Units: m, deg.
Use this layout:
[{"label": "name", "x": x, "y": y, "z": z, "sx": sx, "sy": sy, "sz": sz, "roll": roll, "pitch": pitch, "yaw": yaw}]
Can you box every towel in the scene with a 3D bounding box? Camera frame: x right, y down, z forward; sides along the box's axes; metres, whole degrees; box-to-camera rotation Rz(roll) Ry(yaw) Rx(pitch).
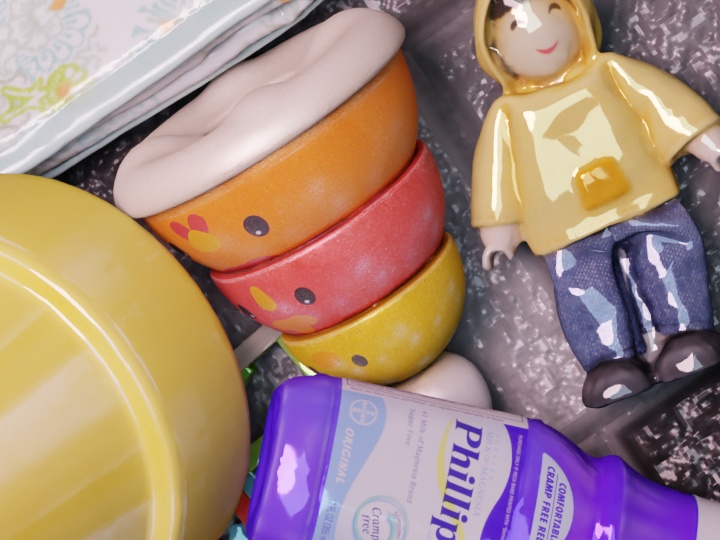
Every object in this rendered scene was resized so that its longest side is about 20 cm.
[{"label": "towel", "x": -0.132, "y": -0.143, "z": 1.195, "sx": 0.200, "sy": 0.048, "sz": 0.171, "roll": -31, "pitch": 73, "yaw": 6}]

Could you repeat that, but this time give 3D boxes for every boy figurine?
[{"label": "boy figurine", "x": 0.105, "y": -0.047, "z": 1.180, "sx": 0.124, "sy": 0.064, "sz": 0.201, "roll": -17, "pitch": 92, "yaw": 9}]

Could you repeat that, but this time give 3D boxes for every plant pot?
[{"label": "plant pot", "x": -0.176, "y": 0.086, "z": 1.115, "sx": 0.200, "sy": 0.189, "sz": 0.201, "roll": 14, "pitch": 120, "yaw": 26}]

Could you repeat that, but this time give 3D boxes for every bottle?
[{"label": "bottle", "x": 0.054, "y": 0.101, "z": 1.142, "sx": 0.199, "sy": 0.065, "sz": 0.084, "roll": 13, "pitch": 80, "yaw": -6}]

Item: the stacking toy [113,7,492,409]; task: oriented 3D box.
[{"label": "stacking toy", "x": 0.000, "y": 0.000, "z": 1.174, "sx": 0.146, "sy": 0.146, "sz": 0.200, "roll": -32, "pitch": 103, "yaw": 6}]

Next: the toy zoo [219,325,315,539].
[{"label": "toy zoo", "x": -0.020, "y": 0.136, "z": 1.217, "sx": 0.131, "sy": 0.020, "sz": 0.200, "roll": -40, "pitch": 86, "yaw": 5}]
